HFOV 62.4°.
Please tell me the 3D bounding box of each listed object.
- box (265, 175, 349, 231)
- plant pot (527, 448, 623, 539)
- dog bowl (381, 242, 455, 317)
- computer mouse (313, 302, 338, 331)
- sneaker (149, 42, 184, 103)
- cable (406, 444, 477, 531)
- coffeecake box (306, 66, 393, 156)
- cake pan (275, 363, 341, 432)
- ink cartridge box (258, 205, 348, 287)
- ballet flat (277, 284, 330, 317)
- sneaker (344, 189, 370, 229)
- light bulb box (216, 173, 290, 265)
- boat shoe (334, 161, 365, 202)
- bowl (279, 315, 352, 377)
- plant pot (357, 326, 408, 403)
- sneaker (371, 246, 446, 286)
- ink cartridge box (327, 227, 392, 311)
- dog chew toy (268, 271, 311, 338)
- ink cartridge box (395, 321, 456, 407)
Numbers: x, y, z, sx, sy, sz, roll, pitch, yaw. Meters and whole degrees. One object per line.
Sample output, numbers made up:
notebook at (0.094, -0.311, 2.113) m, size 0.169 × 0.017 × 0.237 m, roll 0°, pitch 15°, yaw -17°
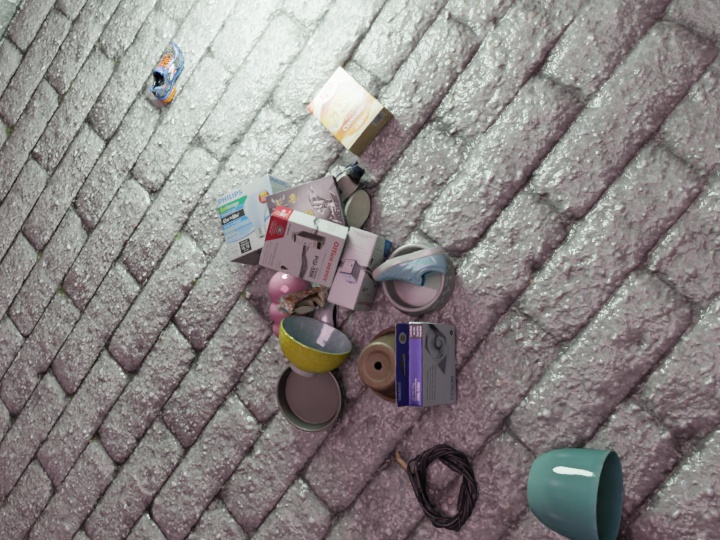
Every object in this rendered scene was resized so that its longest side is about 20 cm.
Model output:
box at (-0.141, -0.149, 1.599) m, size 0.198 × 0.048 × 0.160 m, roll -15°, pitch 85°, yaw 11°
plant pot at (0.457, 0.479, 1.282) m, size 0.160 × 0.200 × 0.203 m, roll -2°, pitch 82°, yaw 39°
dog bowl at (0.145, 0.021, 1.556) m, size 0.198 × 0.059 × 0.203 m, roll -3°, pitch 83°, yaw 25°
computer mouse at (-0.106, 0.176, 1.662) m, size 0.108 × 0.044 × 0.203 m, roll -2°, pitch 83°, yaw 26°
sneaker at (-0.656, -0.673, 2.009) m, size 0.075 × 0.078 × 0.203 m, roll 11°, pitch 88°, yaw 25°
cable at (0.211, 0.538, 1.470) m, size 0.162 × 0.051 × 0.202 m, roll -28°, pitch 70°, yaw 14°
coffeecake box at (-0.032, -0.451, 1.690) m, size 0.154 × 0.073 × 0.200 m, roll -48°, pitch 66°, yaw 13°
cake pan at (-0.138, 0.342, 1.639) m, size 0.198 × 0.037 × 0.203 m, roll 2°, pitch 96°, yaw 20°
ink cartridge box at (-0.144, -0.061, 1.530) m, size 0.198 × 0.083 × 0.148 m, roll 17°, pitch 113°, yaw -2°
ballet flat at (-0.133, 0.083, 1.612) m, size 0.064 × 0.199 × 0.076 m, roll 41°, pitch 135°, yaw 34°
sneaker at (-0.036, -0.129, 1.658) m, size 0.084 × 0.074 × 0.202 m, roll -4°, pitch 63°, yaw 59°
light bulb box at (-0.294, -0.145, 1.746) m, size 0.196 × 0.125 × 0.202 m, roll -21°, pitch 77°, yaw 21°
boat shoe at (-0.061, -0.228, 1.685) m, size 0.075 × 0.093 × 0.199 m, roll 45°, pitch 132°, yaw -14°
bowl at (-0.131, 0.211, 1.552) m, size 0.199 × 0.199 × 0.109 m, roll 30°, pitch 107°, yaw 25°
plant pot at (0.078, 0.239, 1.496) m, size 0.198 × 0.174 × 0.203 m, roll -3°, pitch 82°, yaw 23°
sneaker at (0.123, 0.006, 1.495) m, size 0.198 × 0.074 × 0.083 m, roll -20°, pitch 72°, yaw 23°
ink cartridge box at (0.000, 0.000, 1.576) m, size 0.085 × 0.146 × 0.202 m, roll 17°, pitch 92°, yaw 19°
dog chew toy at (-0.203, 0.103, 1.680) m, size 0.123 × 0.124 × 0.203 m, roll 9°, pitch 95°, yaw 26°
ink cartridge box at (0.162, 0.227, 1.444) m, size 0.040 × 0.199 × 0.202 m, roll -6°, pitch 81°, yaw 43°
